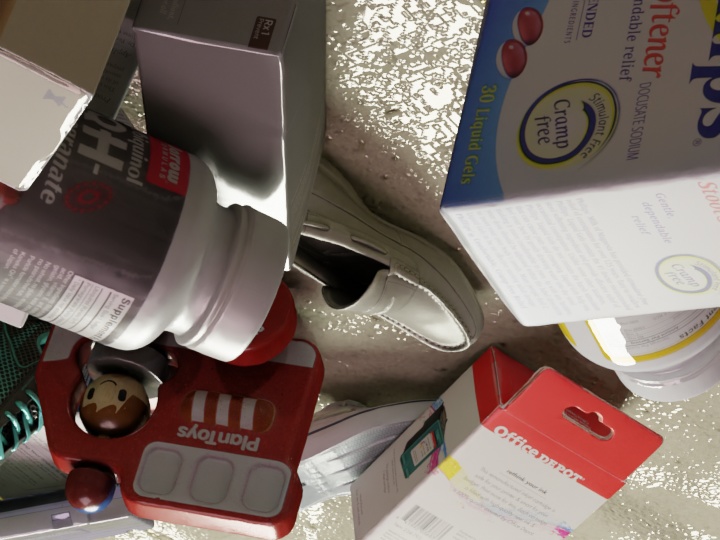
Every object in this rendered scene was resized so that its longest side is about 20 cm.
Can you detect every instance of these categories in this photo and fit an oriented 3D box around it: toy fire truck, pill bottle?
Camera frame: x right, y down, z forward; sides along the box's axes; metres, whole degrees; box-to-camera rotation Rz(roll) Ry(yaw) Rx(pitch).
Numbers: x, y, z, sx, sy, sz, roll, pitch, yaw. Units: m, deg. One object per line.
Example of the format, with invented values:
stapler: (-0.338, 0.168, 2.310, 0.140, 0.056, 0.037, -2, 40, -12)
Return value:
toy fire truck: (-0.125, 0.090, 1.350, 0.199, 0.168, 0.112, 8, 146, 10)
pill bottle: (-0.143, -0.025, 1.046, 0.200, 0.111, 0.111, 23, 146, -19)
pill bottle: (0.151, -0.013, 1.139, 0.112, 0.112, 0.200, -4, 143, 26)

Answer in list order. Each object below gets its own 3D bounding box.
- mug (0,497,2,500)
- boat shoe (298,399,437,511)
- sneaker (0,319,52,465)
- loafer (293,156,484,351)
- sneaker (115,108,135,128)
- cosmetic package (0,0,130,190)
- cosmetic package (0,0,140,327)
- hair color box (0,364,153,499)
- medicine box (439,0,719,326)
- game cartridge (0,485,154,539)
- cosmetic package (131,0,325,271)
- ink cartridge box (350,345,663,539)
mug: (-0.330, 0.246, 1.676, 0.186, 0.154, 0.150, -4, 141, 26)
boat shoe: (-0.013, 0.122, 1.448, 0.199, 0.067, 0.074, -15, 128, 6)
sneaker: (-0.246, 0.090, 1.397, 0.091, 0.200, 0.078, -3, 126, 3)
loafer: (0.000, 0.000, 1.256, 0.200, 0.070, 0.070, 36, 141, -29)
sneaker: (-0.231, -0.089, 1.229, 0.200, 0.078, 0.112, 28, 153, -10)
cosmetic package: (-0.147, -0.151, 0.972, 0.071, 0.200, 0.105, 26, 145, -16)
cosmetic package: (-0.199, -0.082, 1.120, 0.113, 0.081, 0.200, 24, 113, -13)
hair color box: (-0.221, 0.116, 1.525, 0.199, 0.061, 0.100, -10, 140, 34)
medicine box: (0.160, -0.083, 0.967, 0.199, 0.183, 0.103, -8, 141, 30)
game cartridge: (-0.266, 0.198, 1.555, 0.199, 0.039, 0.130, -10, 164, 0)
cosmetic package: (-0.067, -0.100, 1.104, 0.090, 0.107, 0.200, 9, 145, 8)
ink cartridge box: (0.098, 0.134, 1.381, 0.116, 0.067, 0.200, 31, 119, -24)
